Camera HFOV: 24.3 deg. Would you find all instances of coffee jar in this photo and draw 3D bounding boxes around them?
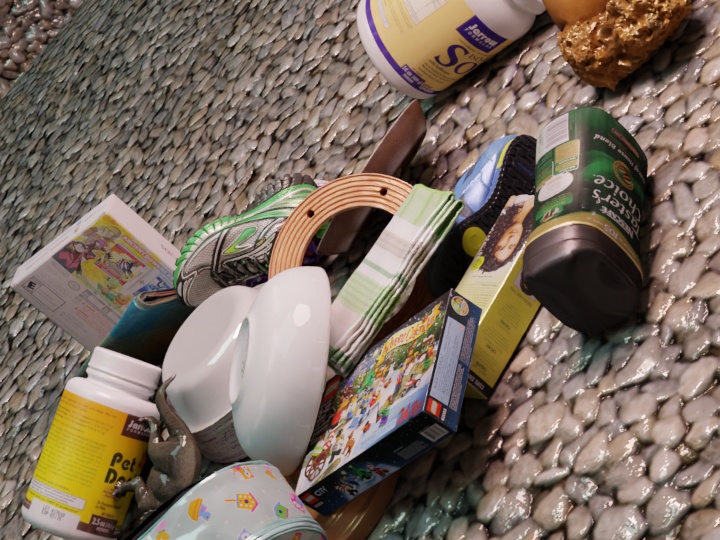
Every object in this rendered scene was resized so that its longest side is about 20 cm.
[{"bbox_3d":[0.198,-0.044,1.460,0.085,0.104,0.201,-28,33,34],"label":"coffee jar"}]

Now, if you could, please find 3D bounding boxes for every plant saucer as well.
[{"bbox_3d":[0.018,-0.094,1.817,0.201,0.032,0.200,-57,-2,-3],"label":"plant saucer"},{"bbox_3d":[-0.042,0.209,1.580,0.200,0.032,0.201,-38,27,23],"label":"plant saucer"}]

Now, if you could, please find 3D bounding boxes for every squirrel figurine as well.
[{"bbox_3d":[0.281,-0.284,1.662,0.186,0.141,0.201,-22,49,26],"label":"squirrel figurine"}]

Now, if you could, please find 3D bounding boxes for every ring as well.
[{"bbox_3d":[0.000,0.000,1.690,0.199,0.019,0.202,-6,73,21],"label":"ring"}]

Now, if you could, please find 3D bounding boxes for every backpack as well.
[{"bbox_3d":[-0.124,0.266,1.450,0.153,0.176,0.200,43,100,25],"label":"backpack"}]

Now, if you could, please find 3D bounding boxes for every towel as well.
[{"bbox_3d":[0.015,0.003,1.602,0.201,0.031,0.149,-55,17,-2],"label":"towel"},{"bbox_3d":[-0.248,0.072,1.958,0.146,0.022,0.200,-15,-22,-44],"label":"towel"}]

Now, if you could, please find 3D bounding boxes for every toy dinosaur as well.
[{"bbox_3d":[-0.198,0.212,1.739,0.102,0.077,0.201,21,90,42],"label":"toy dinosaur"}]

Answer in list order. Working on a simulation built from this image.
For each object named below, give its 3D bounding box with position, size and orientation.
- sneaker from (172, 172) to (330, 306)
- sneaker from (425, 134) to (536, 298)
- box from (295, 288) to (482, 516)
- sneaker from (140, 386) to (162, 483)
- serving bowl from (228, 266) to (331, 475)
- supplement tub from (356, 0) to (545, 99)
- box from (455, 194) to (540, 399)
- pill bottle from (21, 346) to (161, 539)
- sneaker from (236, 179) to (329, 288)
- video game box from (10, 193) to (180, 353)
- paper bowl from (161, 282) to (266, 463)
[{"bbox_3d":[-0.122,-0.023,1.849,0.200,0.078,0.085,-36,53,8],"label":"sneaker"},{"bbox_3d":[0.113,-0.048,1.650,0.078,0.066,0.201,-11,42,57],"label":"sneaker"},{"bbox_3d":[0.023,0.119,1.479,0.200,0.038,0.137,-39,26,43],"label":"box"},{"bbox_3d":[-0.282,0.191,1.939,0.085,0.077,0.201,-41,26,29],"label":"sneaker"},{"bbox_3d":[-0.084,0.090,1.590,0.200,0.065,0.202,-169,90,-77],"label":"serving bowl"},{"bbox_3d":[0.110,-0.303,1.907,0.200,0.145,0.146,-32,30,32],"label":"supplement tub"},{"bbox_3d":[0.128,0.022,1.543,0.075,0.050,0.201,-3,52,58],"label":"box"},{"bbox_3d":[-0.283,0.189,1.801,0.109,0.109,0.201,12,82,61],"label":"pill bottle"},{"bbox_3d":[-0.088,-0.021,1.911,0.200,0.081,0.083,-52,28,-5],"label":"sneaker"},{"bbox_3d":[-0.293,0.024,2.038,0.182,0.200,0.047,-32,29,30],"label":"video game box"},{"bbox_3d":[-0.135,0.098,1.798,0.200,0.104,0.201,-37,29,25],"label":"paper bowl"}]
